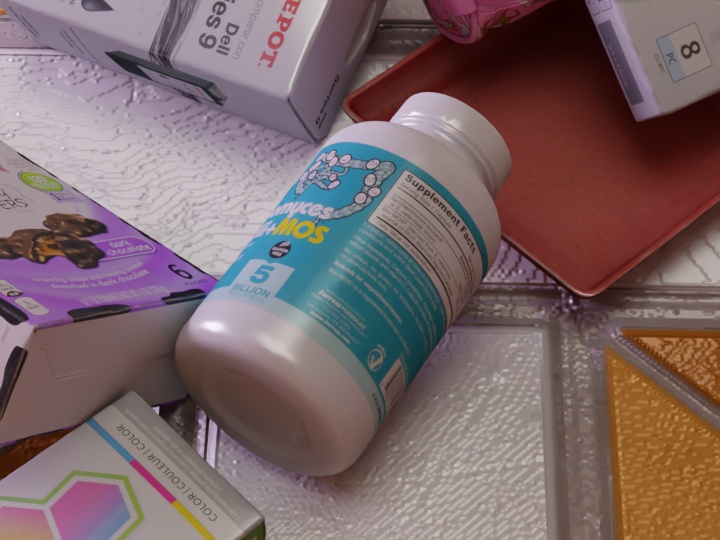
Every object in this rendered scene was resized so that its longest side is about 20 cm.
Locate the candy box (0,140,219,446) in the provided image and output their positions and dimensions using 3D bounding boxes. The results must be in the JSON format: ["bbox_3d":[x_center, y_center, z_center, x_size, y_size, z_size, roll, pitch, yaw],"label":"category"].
[{"bbox_3d":[-0.197,-0.001,1.169,0.199,0.072,0.167,32,21,23],"label":"candy box"}]

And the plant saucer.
[{"bbox_3d":[0.125,-0.080,1.313,0.199,0.037,0.200,-35,59,-27],"label":"plant saucer"}]

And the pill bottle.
[{"bbox_3d":[0.000,0.000,1.184,0.110,0.111,0.200,25,59,20],"label":"pill bottle"}]

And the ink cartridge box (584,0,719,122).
[{"bbox_3d":[0.215,-0.195,1.291,0.199,0.047,0.161,-25,93,-12],"label":"ink cartridge box"}]

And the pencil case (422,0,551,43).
[{"bbox_3d":[0.125,-0.197,1.339,0.199,0.087,0.083,-21,84,-17],"label":"pencil case"}]

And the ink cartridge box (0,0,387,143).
[{"bbox_3d":[-0.090,-0.180,1.333,0.199,0.084,0.147,20,80,16],"label":"ink cartridge box"}]

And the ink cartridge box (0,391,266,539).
[{"bbox_3d":[-0.151,0.156,1.093,0.200,0.059,0.104,-34,58,-26],"label":"ink cartridge box"}]
